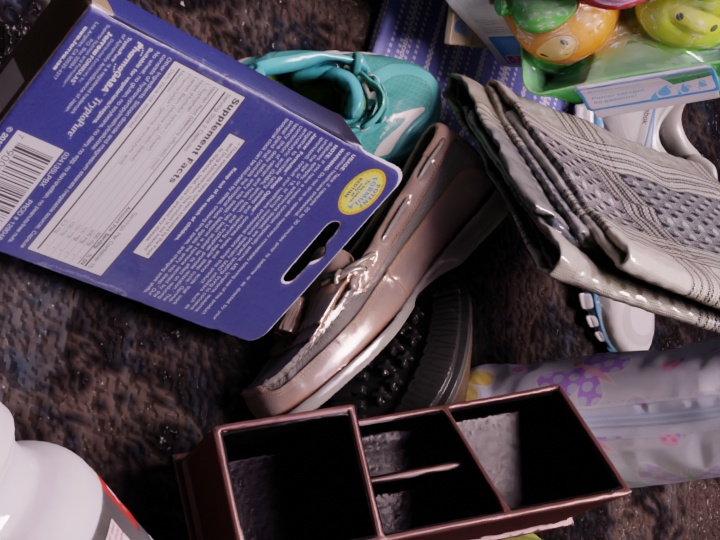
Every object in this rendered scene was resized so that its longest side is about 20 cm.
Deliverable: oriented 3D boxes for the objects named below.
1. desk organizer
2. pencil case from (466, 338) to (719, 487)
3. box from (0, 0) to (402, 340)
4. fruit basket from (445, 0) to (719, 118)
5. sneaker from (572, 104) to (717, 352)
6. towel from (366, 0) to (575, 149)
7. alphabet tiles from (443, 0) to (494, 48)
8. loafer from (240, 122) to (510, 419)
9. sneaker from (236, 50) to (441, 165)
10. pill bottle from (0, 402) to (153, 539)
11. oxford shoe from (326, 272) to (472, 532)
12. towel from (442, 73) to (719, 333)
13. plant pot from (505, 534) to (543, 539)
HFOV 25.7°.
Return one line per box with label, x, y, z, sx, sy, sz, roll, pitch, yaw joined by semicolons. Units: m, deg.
desk organizer;0.020;0.099;0.754;0.200;0.077;0.072;-8;74;-21
pencil case;0.152;0.083;0.899;0.091;0.200;0.083;31;56;-54
box;-0.084;-0.041;0.710;0.200;0.121;0.032;25;23;-44
fruit basket;0.136;-0.148;0.831;0.200;0.185;0.094;22;62;-68
sneaker;0.190;-0.037;1.032;0.075;0.087;0.200;-30;119;-58
towel;0.081;-0.135;0.990;0.200;0.024;0.145;35;60;-39
alphabet tiles;0.087;-0.213;0.921;0.200;0.006;0.167;-13;113;-64
loafer;0.000;0.000;0.827;0.200;0.072;0.063;-45;104;-29
sneaker;-0.016;-0.080;0.817;0.200;0.080;0.078;-12;93;-51
pill bottle;-0.128;0.140;0.619;0.200;0.116;0.116;56;46;-28
oxford shoe;0.025;0.097;0.855;0.084;0.073;0.200;44;55;-54
towel;0.152;-0.033;0.849;0.200;0.035;0.193;17;30;-27
plant pot;0.146;0.240;0.874;0.200;0.184;0.201;10;77;-48
